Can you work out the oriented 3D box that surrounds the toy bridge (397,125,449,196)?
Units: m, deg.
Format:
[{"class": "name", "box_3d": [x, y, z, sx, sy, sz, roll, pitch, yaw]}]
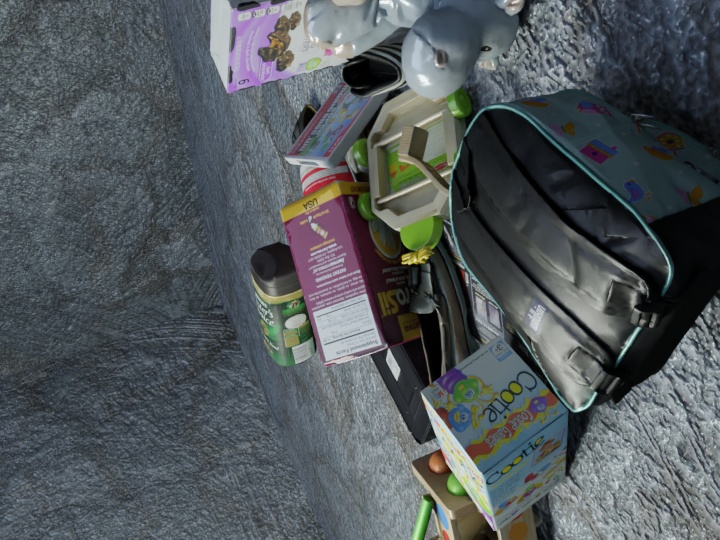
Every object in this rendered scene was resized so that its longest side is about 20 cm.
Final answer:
[{"class": "toy bridge", "box_3d": [0.107, -0.099, 0.641, 0.199, 0.027, 0.068, 16, 95, 46]}]

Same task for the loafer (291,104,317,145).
[{"class": "loafer", "box_3d": [-0.066, -0.197, 1.122, 0.201, 0.072, 0.073, 57, 153, 35]}]

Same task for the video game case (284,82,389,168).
[{"class": "video game case", "box_3d": [-0.033, -0.206, 0.933, 0.017, 0.144, 0.200, 37, 175, -24]}]

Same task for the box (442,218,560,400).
[{"class": "box", "box_3d": [0.158, 0.018, 0.704, 0.200, 0.049, 0.159, -140, 36, -59]}]

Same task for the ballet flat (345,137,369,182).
[{"class": "ballet flat", "box_3d": [0.023, -0.125, 0.918, 0.202, 0.074, 0.074, 64, 161, 1]}]

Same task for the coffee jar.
[{"class": "coffee jar", "box_3d": [-0.129, 0.057, 1.129, 0.104, 0.085, 0.202, 48, 150, 46]}]

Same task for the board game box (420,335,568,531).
[{"class": "board game box", "box_3d": [0.146, 0.179, 0.713, 0.103, 0.104, 0.201, 51, 170, 36]}]

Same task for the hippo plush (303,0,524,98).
[{"class": "hippo plush", "box_3d": [0.062, -0.237, 0.621, 0.161, 0.200, 0.159, 44, 165, 3]}]

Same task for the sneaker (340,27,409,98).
[{"class": "sneaker", "box_3d": [0.018, -0.249, 0.750, 0.200, 0.114, 0.076, -136, 32, -55]}]

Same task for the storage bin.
[{"class": "storage bin", "box_3d": [0.086, 0.123, 0.949, 0.201, 0.093, 0.136, 60, 159, 29]}]

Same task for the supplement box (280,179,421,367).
[{"class": "supplement box", "box_3d": [0.000, 0.000, 0.831, 0.102, 0.130, 0.202, -20, 84, 34]}]

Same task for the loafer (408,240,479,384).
[{"class": "loafer", "box_3d": [0.086, 0.054, 0.771, 0.072, 0.062, 0.202, 156, 95, -74]}]

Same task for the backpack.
[{"class": "backpack", "box_3d": [0.159, -0.033, 0.485, 0.200, 0.152, 0.177, 47, 149, 32]}]

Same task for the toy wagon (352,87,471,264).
[{"class": "toy wagon", "box_3d": [0.061, -0.102, 0.738, 0.154, 0.039, 0.203, -19, 69, 42]}]

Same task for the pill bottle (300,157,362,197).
[{"class": "pill bottle", "box_3d": [-0.022, -0.069, 0.989, 0.112, 0.111, 0.203, 130, 132, -69]}]

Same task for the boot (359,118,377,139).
[{"class": "boot", "box_3d": [0.062, -0.153, 0.831, 0.200, 0.073, 0.076, 55, 128, 48]}]

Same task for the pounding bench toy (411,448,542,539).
[{"class": "pounding bench toy", "box_3d": [0.120, 0.314, 0.853, 0.124, 0.198, 0.158, -148, 42, -67]}]

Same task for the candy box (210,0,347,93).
[{"class": "candy box", "box_3d": [-0.082, -0.319, 0.841, 0.072, 0.198, 0.168, 66, 162, 12]}]
